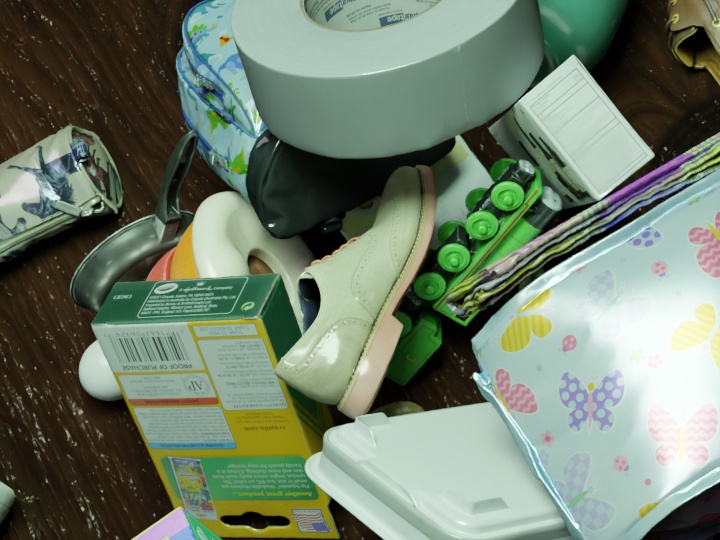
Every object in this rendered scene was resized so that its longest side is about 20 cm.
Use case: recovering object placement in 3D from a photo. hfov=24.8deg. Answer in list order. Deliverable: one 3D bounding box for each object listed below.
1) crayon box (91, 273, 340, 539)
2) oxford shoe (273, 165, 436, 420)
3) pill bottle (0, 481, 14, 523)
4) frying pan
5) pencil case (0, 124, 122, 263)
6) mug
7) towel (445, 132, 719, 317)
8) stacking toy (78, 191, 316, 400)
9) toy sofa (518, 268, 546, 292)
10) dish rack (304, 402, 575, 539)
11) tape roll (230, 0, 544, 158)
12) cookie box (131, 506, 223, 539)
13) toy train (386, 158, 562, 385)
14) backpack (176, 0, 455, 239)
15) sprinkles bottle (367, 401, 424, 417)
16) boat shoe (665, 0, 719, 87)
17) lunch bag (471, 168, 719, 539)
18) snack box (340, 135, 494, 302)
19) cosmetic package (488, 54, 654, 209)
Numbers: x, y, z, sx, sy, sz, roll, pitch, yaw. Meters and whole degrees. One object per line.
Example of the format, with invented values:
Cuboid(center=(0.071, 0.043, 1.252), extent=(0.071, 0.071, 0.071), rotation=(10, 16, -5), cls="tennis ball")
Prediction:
Cuboid(center=(-0.090, 0.097, 1.129), extent=(0.125, 0.201, 0.052), rotation=(-3, 36, 21), cls="crayon box")
Cuboid(center=(0.000, 0.000, 1.085), extent=(0.073, 0.071, 0.201), rotation=(21, 52, -3), cls="oxford shoe")
Cuboid(center=(-0.352, 0.221, 1.202), extent=(0.113, 0.113, 0.201), rotation=(22, 74, 31), cls="pill bottle")
Cuboid(center=(-0.142, -0.027, 1.233), extent=(0.190, 0.115, 0.031), rotation=(-45, 66, 24), cls="frying pan")
Cuboid(center=(-0.294, -0.041, 1.342), extent=(0.199, 0.078, 0.090), rotation=(-28, 36, 6), cls="pencil case")
Cuboid(center=(0.105, -0.212, 1.214), extent=(0.184, 0.152, 0.115), rotation=(21, 70, 3), cls="mug")
Cuboid(center=(0.145, -0.028, 1.024), extent=(0.199, 0.144, 0.023), rotation=(-29, 86, -9), cls="towel")
Cuboid(center=(-0.131, 0.047, 1.219), extent=(0.199, 0.146, 0.147), rotation=(-31, 53, 27), cls="stacking toy")
Cuboid(center=(0.202, 0.045, 1.083), extent=(0.199, 0.083, 0.098), rotation=(-3, 67, 22), cls="toy sofa")
Cuboid(center=(0.084, 0.125, 1.017), extent=(0.171, 0.199, 0.044), rotation=(32, 120, 47), cls="dish rack")
Cuboid(center=(0.018, -0.159, 1.076), extent=(0.199, 0.066, 0.201), rotation=(-10, 40, 8), cls="tape roll")
Cuboid(center=(-0.125, 0.255, 1.034), extent=(0.171, 0.200, 0.075), rotation=(-34, 55, 2), cls="cookie box")
Cuboid(center=(0.067, 0.004, 1.130), extent=(0.200, 0.056, 0.042), rotation=(-50, 20, 30), cls="toy train")
Cuboid(center=(-0.054, -0.127, 1.206), extent=(0.162, 0.155, 0.200), rotation=(-27, 25, -16), cls="backpack")
Cuboid(center=(0.058, 0.180, 1.078), extent=(0.068, 0.068, 0.200), rotation=(-34, 55, 2), cls="sprinkles bottle")
Cuboid(center=(0.252, -0.185, 1.195), extent=(0.067, 0.072, 0.201), rotation=(-33, 58, 1), cls="boat shoe")
Cuboid(center=(0.183, 0.065, 0.963), extent=(0.199, 0.127, 0.170), rotation=(-30, 60, -5), cls="lunch bag")
Cuboid(center=(0.029, -0.067, 1.245), extent=(0.116, 0.037, 0.200), rotation=(-35, 55, 2), cls="snack box")
Cuboid(center=(0.136, -0.087, 1.107), extent=(0.051, 0.200, 0.083), rotation=(-37, 90, -1), cls="cosmetic package")
